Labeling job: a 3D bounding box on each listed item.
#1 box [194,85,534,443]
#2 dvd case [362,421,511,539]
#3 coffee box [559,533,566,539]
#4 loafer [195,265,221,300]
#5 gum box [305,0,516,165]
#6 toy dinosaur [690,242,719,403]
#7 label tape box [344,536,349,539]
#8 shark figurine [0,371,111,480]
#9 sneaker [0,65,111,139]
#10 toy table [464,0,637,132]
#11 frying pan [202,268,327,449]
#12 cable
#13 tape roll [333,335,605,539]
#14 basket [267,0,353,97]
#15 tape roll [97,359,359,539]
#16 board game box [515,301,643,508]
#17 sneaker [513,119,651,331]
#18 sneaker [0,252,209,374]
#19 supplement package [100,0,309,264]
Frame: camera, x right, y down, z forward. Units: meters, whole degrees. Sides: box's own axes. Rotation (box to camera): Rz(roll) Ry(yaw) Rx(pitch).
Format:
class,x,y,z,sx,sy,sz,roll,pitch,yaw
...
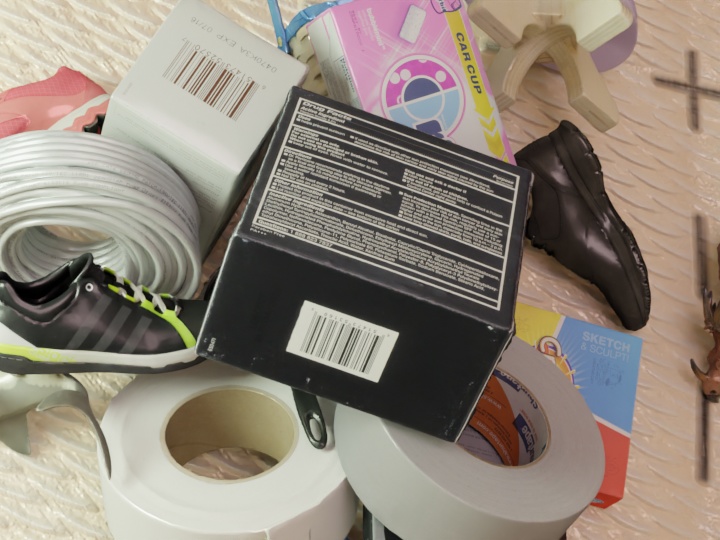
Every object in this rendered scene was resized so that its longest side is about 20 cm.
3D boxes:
class,x,y,z,sx,sy,sz,roll,pitch,yaw
box,0.008,-0.007,1.149,0.200,0.123,0.198,20,38,-3
dvd case,0.073,0.164,1.227,0.150,0.025,0.200,17,39,-15
coffee box,0.097,0.237,1.246,0.113,0.080,0.200,20,39,-11
loafer,-0.051,0.071,1.320,0.200,0.070,0.070,36,68,8
gum box,0.042,-0.138,1.296,0.113,0.066,0.200,-20,92,-21
toy dinosaur,0.358,0.012,1.458,0.135,0.086,0.200,-2,65,-10
label tape box,-0.083,0.280,1.229,0.200,0.066,0.143,-34,82,-24
shark figurine,-0.261,0.110,1.221,0.128,0.214,0.090,-50,131,-53
sneaker,-0.292,-0.103,1.319,0.200,0.074,0.087,-35,69,-29
toy table,0.170,-0.216,1.432,0.200,0.184,0.117,25,46,-21
frying pan,-0.045,0.054,1.252,0.115,0.031,0.190,-33,59,-21
cable,-0.222,-0.026,1.233,0.200,0.200,0.069,33,43,-35
tape roll,0.082,0.126,1.198,0.200,0.066,0.200,20,38,-16
basket,0.002,-0.213,1.399,0.176,0.139,0.200,-3,79,-19
tape roll,-0.099,0.149,1.218,0.202,0.071,0.202,1,39,-1
board game box,0.138,0.106,1.375,0.200,0.040,0.153,16,66,-11
sneaker,0.198,-0.032,1.434,0.091,0.076,0.200,-26,92,10
sneaker,-0.189,0.029,1.187,0.200,0.072,0.083,-4,113,-21
supplement package,-0.136,-0.109,1.284,0.117,0.200,0.117,31,64,-3
